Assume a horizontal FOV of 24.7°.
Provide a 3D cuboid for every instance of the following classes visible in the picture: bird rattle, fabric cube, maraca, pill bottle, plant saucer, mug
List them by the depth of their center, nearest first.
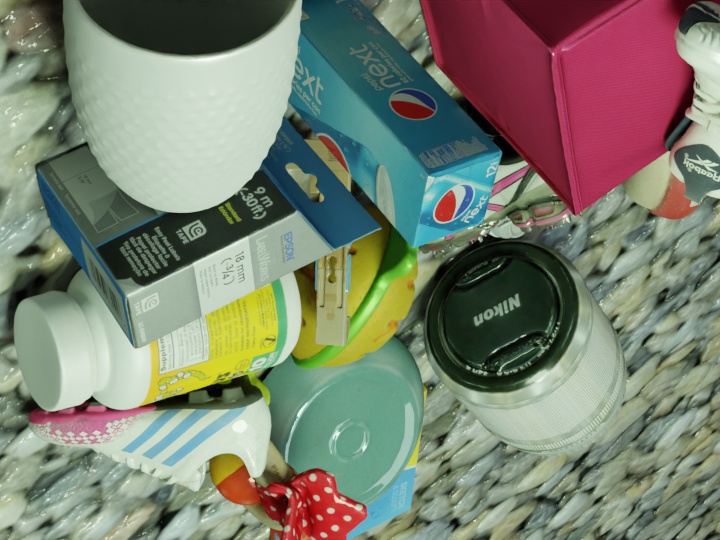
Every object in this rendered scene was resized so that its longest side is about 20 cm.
[{"bbox_3d":[-0.103,-0.144,1.071,0.201,0.147,0.176,-55,165,-35],"label":"mug"},{"bbox_3d":[0.172,-0.205,1.196,0.198,0.200,0.197,-33,147,-10],"label":"fabric cube"},{"bbox_3d":[-0.154,0.040,1.243,0.198,0.113,0.114,-15,140,-33],"label":"pill bottle"},{"bbox_3d":[0.000,0.000,1.328,0.106,0.138,0.200,26,130,-22],"label":"maraca"},{"bbox_3d":[-0.085,0.163,1.399,0.113,0.200,0.163,-47,178,-19],"label":"bird rattle"},{"bbox_3d":[-0.016,0.150,1.512,0.198,0.036,0.202,-14,117,-28],"label":"plant saucer"}]

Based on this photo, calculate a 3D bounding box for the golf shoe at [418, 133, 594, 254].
[{"bbox_3d":[0.096,-0.073,1.339,0.198,0.093,0.073,-14,-160,36],"label":"golf shoe"}]

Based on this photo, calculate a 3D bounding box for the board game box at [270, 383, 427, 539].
[{"bbox_3d":[-0.014,0.196,1.627,0.152,0.040,0.201,-24,143,-23],"label":"board game box"}]

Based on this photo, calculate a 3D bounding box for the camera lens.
[{"bbox_3d":[0.158,0.076,1.546,0.160,0.160,0.200,-40,147,2],"label":"camera lens"}]

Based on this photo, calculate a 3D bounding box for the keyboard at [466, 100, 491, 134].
[{"bbox_3d":[0.073,-0.088,1.382,0.104,0.040,0.200,-42,148,5],"label":"keyboard"}]

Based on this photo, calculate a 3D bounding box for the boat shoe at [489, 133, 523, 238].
[{"bbox_3d":[0.150,-0.093,1.378,0.074,0.065,0.203,-33,153,-37],"label":"boat shoe"}]

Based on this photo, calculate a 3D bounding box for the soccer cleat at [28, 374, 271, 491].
[{"bbox_3d":[-0.166,0.135,1.293,0.198,0.087,0.070,-5,-169,13],"label":"soccer cleat"}]

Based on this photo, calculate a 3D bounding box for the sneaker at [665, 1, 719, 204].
[{"bbox_3d":[0.252,-0.105,1.139,0.198,0.079,0.130,-1,125,-58],"label":"sneaker"}]

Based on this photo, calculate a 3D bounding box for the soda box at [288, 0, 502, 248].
[{"bbox_3d":[0.012,-0.110,1.149,0.064,0.200,0.068,-19,142,-27],"label":"soda box"}]

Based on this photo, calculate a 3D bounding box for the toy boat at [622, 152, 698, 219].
[{"bbox_3d":[0.307,-0.128,1.419,0.131,0.130,0.201,100,16,-54],"label":"toy boat"}]

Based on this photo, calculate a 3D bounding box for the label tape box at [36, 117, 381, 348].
[{"bbox_3d":[-0.106,-0.051,1.155,0.199,0.144,0.064,-27,143,-19],"label":"label tape box"}]

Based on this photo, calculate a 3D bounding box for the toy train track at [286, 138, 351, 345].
[{"bbox_3d":[-0.017,-0.045,1.261,0.033,0.113,0.203,-11,104,-75],"label":"toy train track"}]
